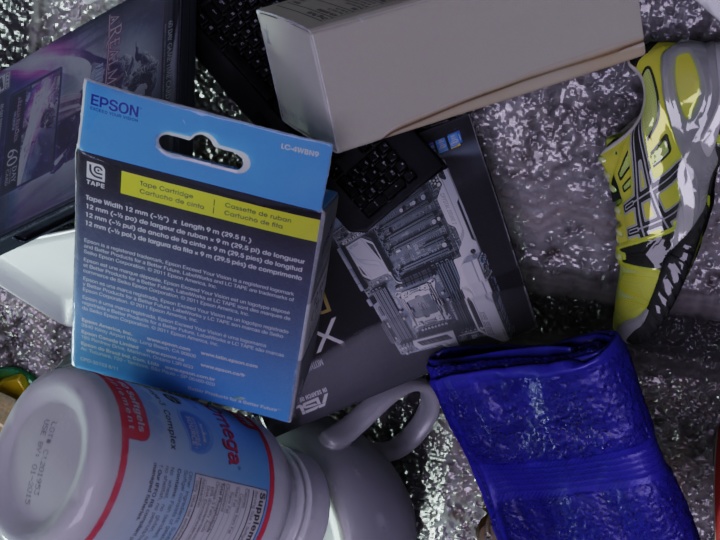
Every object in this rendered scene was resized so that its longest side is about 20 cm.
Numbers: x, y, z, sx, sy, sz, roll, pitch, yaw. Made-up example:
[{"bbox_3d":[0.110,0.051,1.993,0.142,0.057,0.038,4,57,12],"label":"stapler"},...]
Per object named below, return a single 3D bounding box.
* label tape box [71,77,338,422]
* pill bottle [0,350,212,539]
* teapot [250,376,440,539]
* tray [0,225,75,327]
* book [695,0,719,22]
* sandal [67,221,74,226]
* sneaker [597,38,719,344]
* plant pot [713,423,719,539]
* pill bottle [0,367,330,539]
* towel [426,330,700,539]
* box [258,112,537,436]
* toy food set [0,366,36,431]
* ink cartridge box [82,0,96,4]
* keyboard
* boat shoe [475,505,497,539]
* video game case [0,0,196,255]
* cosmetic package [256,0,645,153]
[{"bbox_3d":[-0.090,-0.018,0.785,0.142,0.066,0.201,14,125,5],"label":"label tape box"},{"bbox_3d":[-0.183,0.118,0.947,0.112,0.200,0.114,5,114,11],"label":"pill bottle"},{"bbox_3d":[-0.028,0.188,0.980,0.199,0.146,0.199,-15,82,36],"label":"teapot"},{"bbox_3d":[-0.192,0.000,0.937,0.199,0.022,0.107,-7,142,48],"label":"tray"},{"bbox_3d":[0.270,-0.121,0.775,0.200,0.134,0.048,39,116,-5],"label":"book"},{"bbox_3d":[-0.129,-0.031,0.950,0.199,0.080,0.087,20,153,-4],"label":"sandal"},{"bbox_3d":[0.188,-0.051,0.866,0.076,0.075,0.201,16,106,14],"label":"sneaker"},{"bbox_3d":[0.320,0.168,0.855,0.181,0.201,0.202,-2,113,17],"label":"plant pot"},{"bbox_3d":[-0.114,0.132,0.820,0.109,0.109,0.199,-40,141,25],"label":"pill bottle"},{"bbox_3d":[0.131,0.137,0.865,0.147,0.050,0.201,-9,113,42],"label":"towel"},{"bbox_3d":[0.000,0.000,0.896,0.199,0.050,0.159,-21,108,-5],"label":"box"},{"bbox_3d":[-0.301,0.176,1.085,0.197,0.049,0.201,-16,108,19],"label":"toy food set"},{"bbox_3d":[-0.111,-0.276,0.824,0.199,0.083,0.147,-23,106,21],"label":"ink cartridge box"},{"bbox_3d":[-0.027,-0.127,0.848,0.104,0.040,0.200,-40,77,-9],"label":"keyboard"},{"bbox_3d":[0.119,0.196,0.983,0.071,0.076,0.201,20,114,6],"label":"boat shoe"},{"bbox_3d":[-0.186,-0.097,0.881,0.199,0.144,0.019,-21,147,32],"label":"video game case"},{"bbox_3d":[0.052,-0.139,0.785,0.199,0.104,0.074,-20,113,-14],"label":"cosmetic package"}]
